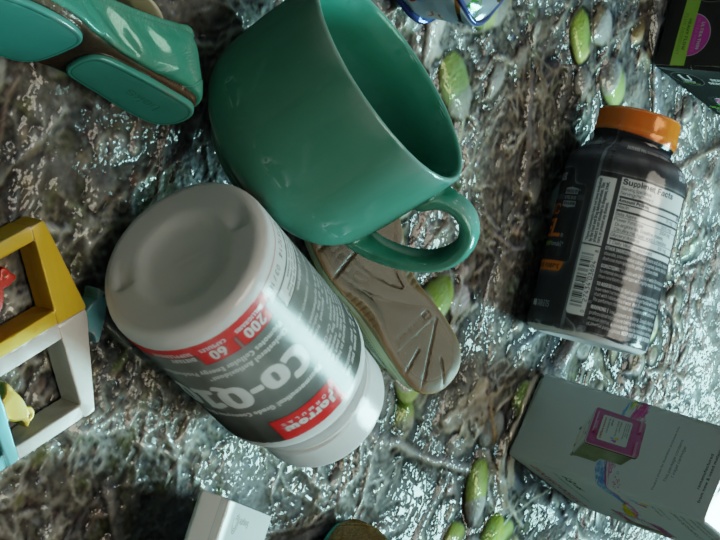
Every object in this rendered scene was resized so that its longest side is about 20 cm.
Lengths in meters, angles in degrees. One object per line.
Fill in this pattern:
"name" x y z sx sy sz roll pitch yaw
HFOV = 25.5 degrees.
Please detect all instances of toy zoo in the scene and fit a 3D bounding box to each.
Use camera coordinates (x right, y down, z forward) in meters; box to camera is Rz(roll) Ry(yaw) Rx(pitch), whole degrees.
"toy zoo" -0.223 0.056 0.911 0.200 0.020 0.132 -35 125 -41

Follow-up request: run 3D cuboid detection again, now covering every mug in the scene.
"mug" -0.018 -0.079 1.007 0.152 0.114 0.185 14 48 -61

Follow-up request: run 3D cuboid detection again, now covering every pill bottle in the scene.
"pill bottle" 0.214 -0.036 1.348 0.106 0.106 0.201 18 85 -51
"pill bottle" -0.066 0.043 1.018 0.114 0.114 0.200 -62 143 -19

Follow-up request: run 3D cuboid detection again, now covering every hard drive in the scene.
"hard drive" -0.111 0.249 1.044 0.132 0.027 0.200 59 48 -75

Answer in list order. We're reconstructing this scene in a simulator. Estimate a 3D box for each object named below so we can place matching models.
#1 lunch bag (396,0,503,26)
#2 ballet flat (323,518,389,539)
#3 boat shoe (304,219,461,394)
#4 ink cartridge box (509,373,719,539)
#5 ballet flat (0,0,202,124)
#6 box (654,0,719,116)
"lunch bag" 0.075 -0.288 1.142 0.160 0.075 0.200 48 63 -42
"ballet flat" -0.032 0.269 1.155 0.200 0.072 0.068 -50 134 -29
"boat shoe" 0.000 0.000 1.134 0.072 0.065 0.200 -38 109 -22
"ink cartridge box" 0.250 0.173 1.374 0.144 0.200 0.085 40 73 -47
"ballet flat" -0.166 -0.146 0.905 0.200 0.067 0.071 24 57 -51
"box" 0.388 -0.222 1.497 0.200 0.124 0.149 21 82 -52
